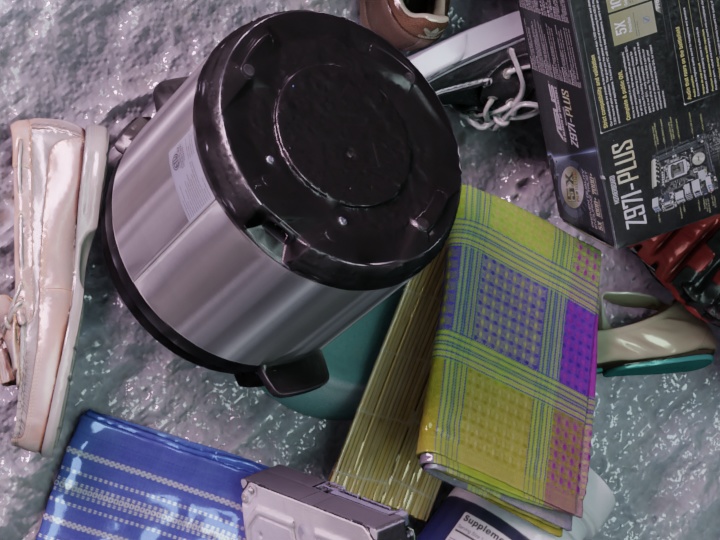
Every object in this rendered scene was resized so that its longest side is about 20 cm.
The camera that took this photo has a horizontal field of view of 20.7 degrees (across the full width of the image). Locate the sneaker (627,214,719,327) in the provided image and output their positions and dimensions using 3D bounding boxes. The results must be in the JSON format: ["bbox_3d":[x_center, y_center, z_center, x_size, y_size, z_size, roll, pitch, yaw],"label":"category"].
[{"bbox_3d":[0.206,-0.043,1.389,0.071,0.098,0.201,-44,88,6],"label":"sneaker"}]

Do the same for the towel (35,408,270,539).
[{"bbox_3d":[-0.142,0.201,1.239,0.144,0.024,0.202,22,83,-27],"label":"towel"}]

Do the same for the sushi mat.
[{"bbox_3d":[0.046,0.063,1.300,0.095,0.012,0.202,23,87,-38],"label":"sushi mat"}]

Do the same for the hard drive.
[{"bbox_3d":[-0.014,0.233,1.229,0.038,0.139,0.202,-16,109,-37],"label":"hard drive"}]

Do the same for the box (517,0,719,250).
[{"bbox_3d":[0.198,-0.138,1.266,0.162,0.086,0.202,-20,111,-15],"label":"box"}]

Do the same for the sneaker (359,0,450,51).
[{"bbox_3d":[0.041,-0.245,1.284,0.070,0.075,0.203,-3,95,-28],"label":"sneaker"}]

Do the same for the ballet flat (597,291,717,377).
[{"bbox_3d":[0.160,0.050,1.378,0.198,0.069,0.070,-7,96,-31],"label":"ballet flat"}]

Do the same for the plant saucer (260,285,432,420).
[{"bbox_3d":[0.000,0.000,1.298,0.198,0.036,0.203,-2,94,-29],"label":"plant saucer"}]

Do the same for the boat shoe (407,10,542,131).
[{"bbox_3d":[0.092,-0.130,1.320,0.198,0.073,0.069,-23,92,-33],"label":"boat shoe"}]

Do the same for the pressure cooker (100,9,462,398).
[{"bbox_3d":[-0.058,-0.038,1.159,0.178,0.200,0.177,31,52,-16],"label":"pressure cooker"}]

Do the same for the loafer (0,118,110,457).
[{"bbox_3d":[-0.195,0.008,1.183,0.062,0.072,0.202,10,81,-10],"label":"loafer"}]

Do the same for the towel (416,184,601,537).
[{"bbox_3d":[0.098,0.057,1.270,0.143,0.023,0.202,25,62,-34],"label":"towel"}]

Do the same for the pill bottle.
[{"bbox_3d":[0.082,0.210,1.311,0.111,0.111,0.201,46,72,-23],"label":"pill bottle"}]
